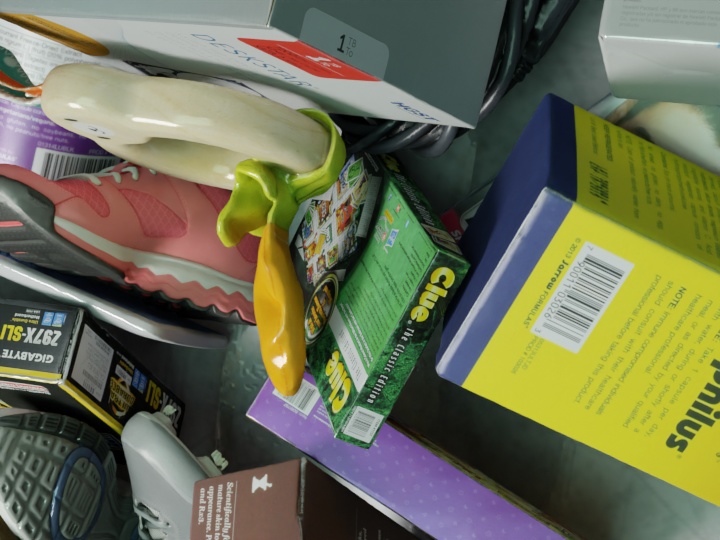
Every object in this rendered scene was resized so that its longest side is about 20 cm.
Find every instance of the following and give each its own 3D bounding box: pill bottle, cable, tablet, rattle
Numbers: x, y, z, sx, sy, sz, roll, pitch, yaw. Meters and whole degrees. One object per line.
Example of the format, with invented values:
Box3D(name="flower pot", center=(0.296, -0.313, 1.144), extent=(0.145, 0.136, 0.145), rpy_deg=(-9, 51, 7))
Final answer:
Box3D(name="pill bottle", center=(-0.166, -0.129, 0.885), extent=(0.111, 0.111, 0.200), rpy_deg=(21, 108, 15))
Box3D(name="cable", center=(0.033, -0.153, 0.816), extent=(0.163, 0.051, 0.200), rpy_deg=(38, 104, 25))
Box3D(name="tablet", center=(-0.182, 0.003, 0.912), extent=(0.200, 0.130, 0.014), rpy_deg=(23, 90, 14))
Box3D(name="rattle", center=(-0.116, -0.035, 0.777), extent=(0.200, 0.130, 0.143), rpy_deg=(13, 97, -22))

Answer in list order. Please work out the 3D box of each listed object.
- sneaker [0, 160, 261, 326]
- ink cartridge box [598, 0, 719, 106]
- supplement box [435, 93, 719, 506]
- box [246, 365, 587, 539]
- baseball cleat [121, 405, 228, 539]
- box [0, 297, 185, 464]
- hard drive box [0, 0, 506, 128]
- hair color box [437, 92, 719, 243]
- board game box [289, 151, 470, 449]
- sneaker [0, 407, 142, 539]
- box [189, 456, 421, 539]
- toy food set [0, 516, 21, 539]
Box3D(name="sneaker", center=(-0.125, -0.033, 0.862), extent=(0.074, 0.200, 0.087), rpy_deg=(4, 76, 42))
Box3D(name="ink cartridge box", center=(0.188, -0.179, 0.742), extent=(0.116, 0.067, 0.200), rpy_deg=(7, 72, 19))
Box3D(name="supplement box", center=(0.149, 0.023, 0.739), extent=(0.200, 0.109, 0.110), rpy_deg=(25, 118, -6))
Box3D(name="box", center=(0.043, 0.118, 0.847), extent=(0.200, 0.137, 0.039), rpy_deg=(32, 89, 11))
Box3D(name="baseball cleat", center=(-0.104, 0.177, 0.904), extent=(0.070, 0.106, 0.200), rpy_deg=(20, 143, 52))
Box3D(name="box", center=(-0.222, 0.061, 0.924), extent=(0.200, 0.160, 0.049), rpy_deg=(6, 70, 18))
Box3D(name="hard drive box", center=(-0.057, -0.133, 0.757), extent=(0.200, 0.156, 0.077), rpy_deg=(10, 84, 41))
Box3D(name="hair color box", center=(0.130, -0.032, 0.825), extent=(0.200, 0.061, 0.099), rpy_deg=(-36, 89, 22))
Box3D(name="board game box", center=(0.000, 0.000, 0.812), extent=(0.023, 0.200, 0.105), rpy_deg=(25, 106, -20))
Box3D(name="sneaker", center=(-0.178, 0.131, 0.916), extent=(0.087, 0.200, 0.075), rpy_deg=(18, 69, 26))
Box3D(name="box", center=(-0.009, 0.186, 0.839), extent=(0.075, 0.200, 0.100), rpy_deg=(-14, 55, 25))
Box3D(name="toy food set", center=(-0.217, 0.166, 0.930), extent=(0.049, 0.200, 0.198), rpy_deg=(-44, 76, -3))
